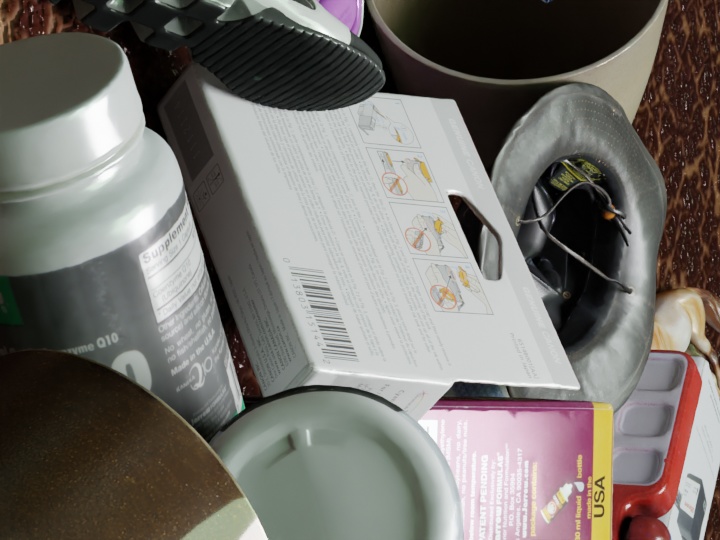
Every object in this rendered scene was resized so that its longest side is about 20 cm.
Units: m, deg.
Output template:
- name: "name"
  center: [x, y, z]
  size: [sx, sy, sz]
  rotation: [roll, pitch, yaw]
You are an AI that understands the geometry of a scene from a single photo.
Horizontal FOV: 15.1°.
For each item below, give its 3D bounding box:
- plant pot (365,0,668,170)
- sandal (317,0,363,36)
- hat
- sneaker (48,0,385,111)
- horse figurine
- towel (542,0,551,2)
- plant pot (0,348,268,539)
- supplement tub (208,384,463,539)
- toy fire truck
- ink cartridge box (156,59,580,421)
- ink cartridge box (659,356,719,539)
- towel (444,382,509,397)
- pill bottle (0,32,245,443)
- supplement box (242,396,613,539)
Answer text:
- name: "plant pot"
  center: [0.101, -0.120, 1.703]
  size: [0.200, 0.187, 0.188]
  rotation: [83, 20, -51]
- name: "sandal"
  center: [-0.031, -0.115, 1.523]
  size: [0.203, 0.050, 0.083]
  rotation: [-65, 146, -45]
- name: "hat"
  center: [0.099, -0.009, 1.598]
  size: [0.200, 0.081, 0.201]
  rotation: [-4, 95, -52]
- name: "sneaker"
  center: [-0.065, -0.146, 1.354]
  size: [0.200, 0.074, 0.089]
  rotation: [26, 52, -37]
- name: "horse figurine"
  center: [0.251, 0.066, 2.168]
  size: [0.200, 0.050, 0.133]
  rotation: [-40, 110, -51]
- name: "towel"
  center: [0.050, -0.243, 1.585]
  size: [0.200, 0.049, 0.112]
  rotation: [24, 51, -21]
- name: "plant pot"
  center: [-0.162, 0.161, 1.090]
  size: [0.200, 0.186, 0.188]
  rotation: [-38, 126, -43]
- name: "supplement tub"
  center: [-0.013, 0.129, 1.239]
  size: [0.200, 0.122, 0.123]
  rotation: [79, 17, -75]
- name: "toy fire truck"
  center: [0.122, 0.133, 1.730]
  size: [0.112, 0.167, 0.200]
  rotation: [64, 34, -45]
- name: "ink cartridge box"
  center: [0.003, -0.012, 1.400]
  size: [0.176, 0.045, 0.200]
  rotation: [7, 48, -38]
- name: "ink cartridge box"
  center: [0.155, 0.159, 1.836]
  size: [0.084, 0.145, 0.200]
  rotation: [66, 33, -45]
- name: "towel"
  center: [0.057, 0.100, 1.613]
  size: [0.147, 0.024, 0.200]
  rotation: [58, 44, -25]
- name: "pill bottle"
  center: [-0.126, 0.003, 1.221]
  size: [0.113, 0.113, 0.201]
  rotation: [-58, 141, -51]
- name: "supplement box"
  center: [0.023, 0.118, 1.457]
  size: [0.200, 0.131, 0.104]
  rotation: [3, 88, -40]
